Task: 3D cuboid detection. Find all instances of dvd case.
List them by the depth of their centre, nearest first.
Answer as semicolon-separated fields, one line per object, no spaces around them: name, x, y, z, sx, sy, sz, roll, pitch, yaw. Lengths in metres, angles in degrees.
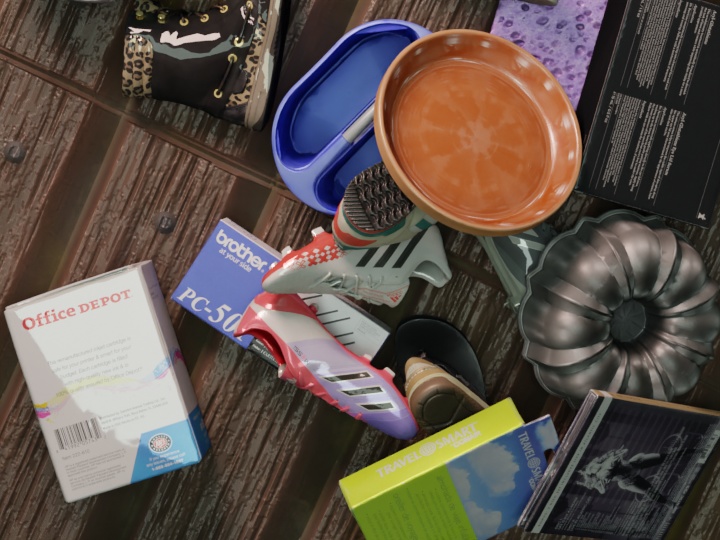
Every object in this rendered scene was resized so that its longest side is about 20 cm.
dvd case;0.250;0.187;1.707;0.199;0.016;0.150;11;112;-41

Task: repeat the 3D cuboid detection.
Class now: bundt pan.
bundt pan;0.252;0.047;1.707;0.200;0.076;0.204;-3;102;-14

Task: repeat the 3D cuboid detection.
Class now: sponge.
sponge;0.177;-0.216;1.742;0.111;0.030;0.202;17;97;2

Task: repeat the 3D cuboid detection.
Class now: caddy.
caddy;0.008;-0.144;1.723;0.200;0.105;0.141;-45;92;7

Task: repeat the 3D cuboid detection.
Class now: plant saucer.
plant saucer;0.105;-0.123;1.648;0.198;0.032;0.202;8;66;-17

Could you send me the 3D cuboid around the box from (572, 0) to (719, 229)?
box;0.281;-0.156;1.704;0.140;0.079;0.202;15;97;-8

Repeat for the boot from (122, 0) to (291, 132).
boot;-0.145;-0.243;1.746;0.149;0.073;0.202;9;102;4

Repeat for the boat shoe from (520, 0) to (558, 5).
boat shoe;0.104;-0.310;1.703;0.200;0.070;0.072;26;95;19

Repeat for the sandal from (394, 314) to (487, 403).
sandal;0.094;0.135;1.776;0.076;0.043;0.201;-24;93;6

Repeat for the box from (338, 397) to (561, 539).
box;0.092;0.201;1.679;0.199;0.048;0.122;-25;129;-2

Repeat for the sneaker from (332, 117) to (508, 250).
sneaker;0.055;-0.075;1.680;0.199;0.093;0.071;-27;79;-28

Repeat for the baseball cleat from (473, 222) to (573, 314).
baseball cleat;0.160;-0.037;1.752;0.106;0.070;0.201;-26;98;-8

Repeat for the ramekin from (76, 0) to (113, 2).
ramekin;-0.244;-0.353;1.724;0.198;0.105;0.202;0;95;5

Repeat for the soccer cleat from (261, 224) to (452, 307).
soccer cleat;0.000;0.000;1.716;0.199;0.069;0.086;-16;73;-34

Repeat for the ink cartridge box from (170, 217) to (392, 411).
ink cartridge box;-0.076;0.043;1.780;0.199;0.044;0.094;34;96;1

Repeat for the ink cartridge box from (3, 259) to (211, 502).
ink cartridge box;-0.245;0.105;1.779;0.143;0.085;0.202;-17;95;5

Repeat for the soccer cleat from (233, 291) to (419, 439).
soccer cleat;-0.031;0.098;1.719;0.200;0.067;0.076;45;69;3

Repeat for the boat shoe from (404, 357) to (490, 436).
boat shoe;0.106;0.150;1.729;0.071;0.076;0.200;-34;126;3
